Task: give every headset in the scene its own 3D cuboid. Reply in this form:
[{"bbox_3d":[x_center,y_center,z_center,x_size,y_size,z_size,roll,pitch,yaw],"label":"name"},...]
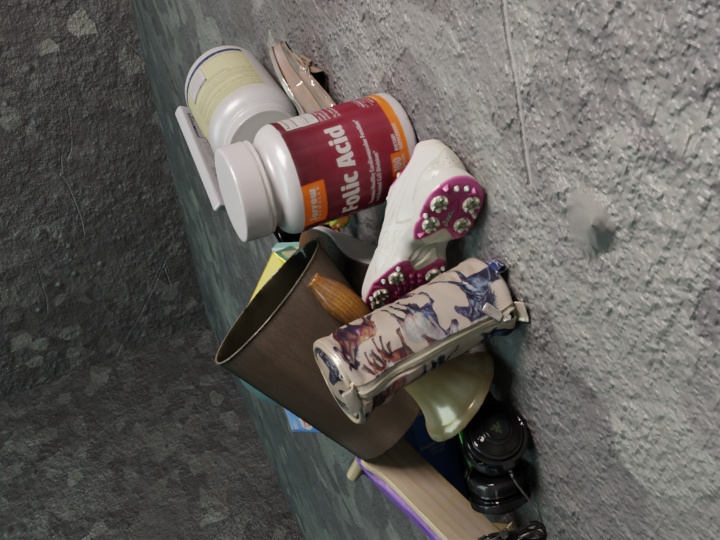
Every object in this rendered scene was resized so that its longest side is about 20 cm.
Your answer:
[{"bbox_3d":[0.126,0.201,0.659,0.201,0.091,0.127,-122,19,-62],"label":"headset"}]

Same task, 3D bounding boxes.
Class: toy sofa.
[{"bbox_3d":[0.074,0.278,0.754,0.199,0.097,0.084,40,129,17],"label":"toy sofa"}]

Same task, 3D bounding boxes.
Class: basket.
[{"bbox_3d":[-0.033,0.099,0.711,0.200,0.182,0.135,46,138,-15],"label":"basket"}]

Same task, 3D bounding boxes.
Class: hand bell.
[{"bbox_3d":[0.028,0.071,0.648,0.198,0.105,0.104,37,164,-11],"label":"hand bell"}]

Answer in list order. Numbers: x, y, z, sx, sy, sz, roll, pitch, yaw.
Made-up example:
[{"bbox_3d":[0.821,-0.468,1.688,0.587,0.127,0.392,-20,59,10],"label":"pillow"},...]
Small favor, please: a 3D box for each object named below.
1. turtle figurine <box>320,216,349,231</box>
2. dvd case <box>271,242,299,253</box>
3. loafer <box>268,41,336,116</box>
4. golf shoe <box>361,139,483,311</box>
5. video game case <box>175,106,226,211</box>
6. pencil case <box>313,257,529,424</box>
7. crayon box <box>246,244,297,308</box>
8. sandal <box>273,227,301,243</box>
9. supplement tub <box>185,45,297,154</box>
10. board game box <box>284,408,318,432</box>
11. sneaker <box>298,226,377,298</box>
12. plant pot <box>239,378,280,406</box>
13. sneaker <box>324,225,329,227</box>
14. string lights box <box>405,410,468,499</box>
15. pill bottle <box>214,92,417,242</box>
[{"bbox_3d":[-0.060,-0.119,0.899,0.163,0.064,0.200,53,-179,7],"label":"turtle figurine"},{"bbox_3d":[-0.040,0.051,0.945,0.143,0.022,0.204,1,122,35],"label":"dvd case"},{"bbox_3d":[-0.058,-0.227,0.840,0.072,0.062,0.203,36,-154,-62],"label":"loafer"},{"bbox_3d":[0.051,-0.040,0.651,0.202,0.074,0.093,-58,39,40],"label":"golf shoe"},{"bbox_3d":[-0.211,-0.188,1.120,0.023,0.180,0.203,-40,67,35],"label":"video game case"},{"bbox_3d":[0.051,0.059,0.575,0.089,0.197,0.080,5,118,62],"label":"pencil case"},{"bbox_3d":[-0.069,0.096,0.898,0.198,0.058,0.175,36,112,14],"label":"crayon box"},{"bbox_3d":[-0.090,-0.042,0.974,0.048,0.075,0.201,57,-178,42],"label":"sandal"},{"bbox_3d":[-0.183,-0.245,1.017,0.201,0.142,0.147,55,155,39],"label":"supplement tub"},{"bbox_3d":[-0.036,0.179,0.974,0.195,0.037,0.155,-3,117,25],"label":"board game box"},{"bbox_3d":[0.000,0.000,0.804,0.198,0.083,0.075,31,112,43],"label":"sneaker"},{"bbox_3d":[-0.118,0.103,1.086,0.202,0.196,0.136,58,155,31],"label":"plant pot"},{"bbox_3d":[-0.094,-0.049,1.062,0.081,0.073,0.203,53,155,40],"label":"sneaker"},{"bbox_3d":[0.083,0.233,0.859,0.102,0.058,0.205,-163,57,-68],"label":"string lights box"},{"bbox_3d":[-0.046,-0.108,0.684,0.115,0.196,0.116,53,155,39],"label":"pill bottle"}]
